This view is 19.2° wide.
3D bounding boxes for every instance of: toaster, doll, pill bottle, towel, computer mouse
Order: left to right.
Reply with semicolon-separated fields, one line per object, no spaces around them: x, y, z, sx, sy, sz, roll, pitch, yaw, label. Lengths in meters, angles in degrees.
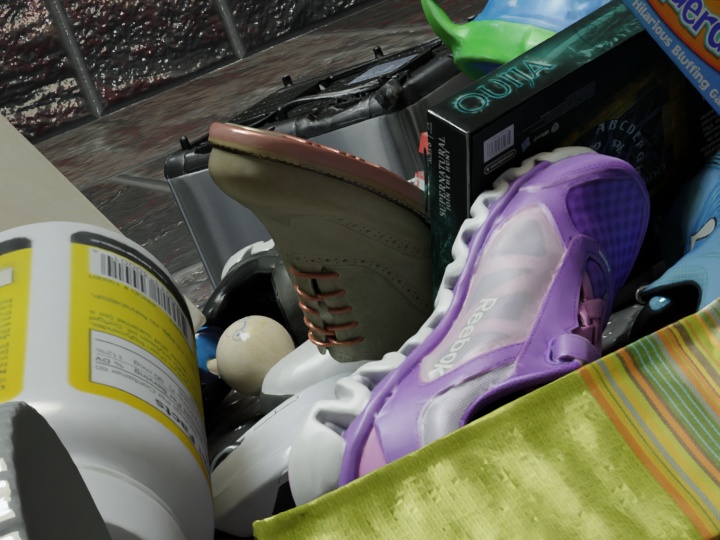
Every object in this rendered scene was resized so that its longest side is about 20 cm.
-0.113;0.073;0.788;0.114;0.115;0.200;-20;28;3;pill bottle
-0.121;0.069;1.074;0.199;0.049;0.137;-18;22;20;doll
-0.041;0.079;0.897;0.199;0.044;0.110;-21;10;1;computer mouse
-0.001;-0.060;1.281;0.180;0.119;0.200;-15;12;28;toaster
0.069;0.071;0.703;0.199;0.018;0.086;-24;46;-16;towel

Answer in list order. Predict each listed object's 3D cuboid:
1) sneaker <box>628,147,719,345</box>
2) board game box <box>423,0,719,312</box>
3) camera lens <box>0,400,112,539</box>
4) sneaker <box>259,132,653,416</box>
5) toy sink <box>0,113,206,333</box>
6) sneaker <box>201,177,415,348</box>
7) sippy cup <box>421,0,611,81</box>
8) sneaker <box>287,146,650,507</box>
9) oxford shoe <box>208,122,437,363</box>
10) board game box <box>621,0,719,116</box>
0.140;0.004;0.848;0.090;0.079;0.200;-27;9;2;sneaker
0.108;-0.051;0.910;0.200;0.136;0.028;-31;47;-30;board game box
-0.154;0.135;0.544;0.199;0.161;0.160;-21;11;0;camera lens
0.031;-0.009;1.015;0.200;0.108;0.067;-21;11;-2;sneaker
-0.191;0.004;0.978;0.130;0.200;0.112;-48;6;-14;toy sink
-0.004;0.004;1.137;0.199;0.067;0.091;-19;14;27;sneaker
0.128;-0.139;1.028;0.177;0.131;0.139;21;-2;-36;sippy cup
0.063;0.034;0.799;0.088;0.081;0.200;4;46;45;sneaker
0.000;0.000;0.895;0.071;0.200;0.074;17;79;44;oxford shoe
0.167;-0.113;0.799;0.152;0.200;0.045;-29;-15;-43;board game box
